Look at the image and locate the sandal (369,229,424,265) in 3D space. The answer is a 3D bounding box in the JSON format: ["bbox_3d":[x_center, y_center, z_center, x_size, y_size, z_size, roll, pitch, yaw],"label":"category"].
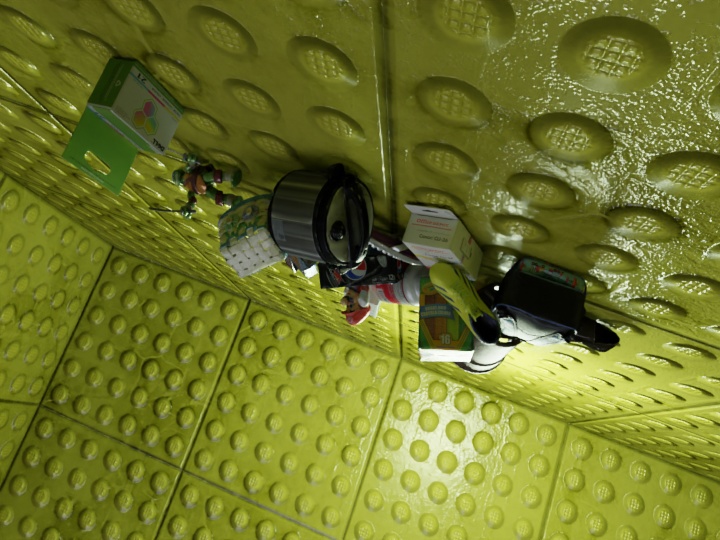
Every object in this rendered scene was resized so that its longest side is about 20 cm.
[{"bbox_3d":[0.089,-0.061,1.273,0.197,0.051,0.083,16,-152,-28],"label":"sandal"}]

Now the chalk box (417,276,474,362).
[{"bbox_3d":[0.189,0.088,1.262,0.119,0.208,0.124,0,161,7],"label":"chalk box"}]

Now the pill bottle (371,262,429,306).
[{"bbox_3d":[0.124,0.030,1.442,0.111,0.116,0.197,30,163,-34],"label":"pill bottle"}]

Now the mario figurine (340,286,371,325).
[{"bbox_3d":[-0.023,0.038,1.480,0.102,0.209,0.123,1,176,4],"label":"mario figurine"}]

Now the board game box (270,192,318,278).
[{"bbox_3d":[-0.166,-0.058,1.426,0.199,0.061,0.202,44,160,23],"label":"board game box"}]

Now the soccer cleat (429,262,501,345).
[{"bbox_3d":[0.213,0.064,1.135,0.201,0.064,0.084,50,-174,-5],"label":"soccer cleat"}]

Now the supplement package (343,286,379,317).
[{"bbox_3d":[0.018,0.052,1.683,0.106,0.117,0.200,21,167,5],"label":"supplement package"}]

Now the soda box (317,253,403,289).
[{"bbox_3d":[0.000,0.000,1.335,0.193,0.066,0.071,-6,-173,20],"label":"soda box"}]

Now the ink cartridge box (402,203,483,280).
[{"bbox_3d":[0.163,-0.056,1.159,0.114,0.070,0.199,11,162,36],"label":"ink cartridge box"}]

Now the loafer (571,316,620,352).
[{"bbox_3d":[0.519,0.132,1.325,0.193,0.076,0.071,16,162,-11],"label":"loafer"}]

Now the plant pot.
[{"bbox_3d":[0.315,0.131,1.397,0.194,0.206,0.199,21,158,-2],"label":"plant pot"}]

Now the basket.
[{"bbox_3d":[-0.219,-0.098,1.235,0.172,0.203,0.141,-23,122,15],"label":"basket"}]

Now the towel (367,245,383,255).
[{"bbox_3d":[0.006,-0.042,1.388,0.193,0.115,0.049,17,-151,9],"label":"towel"}]

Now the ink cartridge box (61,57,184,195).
[{"bbox_3d":[-0.432,-0.257,1.051,0.073,0.206,0.148,13,165,25],"label":"ink cartridge box"}]

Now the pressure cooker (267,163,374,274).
[{"bbox_3d":[-0.064,-0.100,1.114,0.195,0.184,0.176,12,161,36],"label":"pressure cooker"}]

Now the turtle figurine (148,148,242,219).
[{"bbox_3d":[-0.381,-0.191,1.321,0.187,0.150,0.200,10,176,12],"label":"turtle figurine"}]

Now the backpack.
[{"bbox_3d":[0.366,0.079,1.201,0.177,0.139,0.201,19,165,9],"label":"backpack"}]
